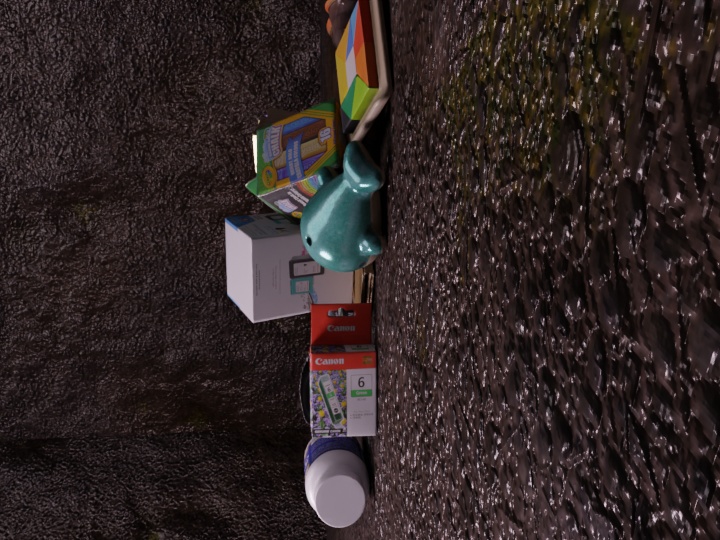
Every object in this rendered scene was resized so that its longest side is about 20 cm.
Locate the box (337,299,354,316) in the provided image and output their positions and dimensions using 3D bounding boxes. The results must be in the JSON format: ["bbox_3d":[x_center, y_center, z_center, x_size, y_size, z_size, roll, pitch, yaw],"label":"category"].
[{"bbox_3d":[-0.022,0.181,1.314,0.203,0.046,0.198,98,167,-53],"label":"box"}]

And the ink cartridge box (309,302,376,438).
[{"bbox_3d":[-0.028,0.158,1.048,0.050,0.105,0.207,-125,35,-80],"label":"ink cartridge box"}]

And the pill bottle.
[{"bbox_3d":[-0.043,0.373,1.189,0.200,0.115,0.124,-144,53,-83],"label":"pill bottle"}]

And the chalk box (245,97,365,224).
[{"bbox_3d":[-0.093,-0.165,1.072,0.124,0.195,0.128,35,-134,-56],"label":"chalk box"}]

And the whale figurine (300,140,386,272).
[{"bbox_3d":[-0.026,-0.082,0.922,0.161,0.102,0.202,55,150,21],"label":"whale figurine"}]

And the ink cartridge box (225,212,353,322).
[{"bbox_3d":[-0.127,-0.016,1.178,0.146,0.195,0.151,30,123,55],"label":"ink cartridge box"}]

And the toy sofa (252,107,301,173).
[{"bbox_3d":[-0.093,-0.224,1.194,0.099,0.193,0.085,-76,-9,-48],"label":"toy sofa"}]

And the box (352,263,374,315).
[{"bbox_3d":[0.000,0.000,1.163,0.203,0.021,0.167,-98,9,-48],"label":"box"}]

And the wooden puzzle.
[{"bbox_3d":[-0.003,-0.285,0.926,0.185,0.036,0.207,137,134,-68],"label":"wooden puzzle"}]

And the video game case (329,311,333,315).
[{"bbox_3d":[-0.069,0.128,1.760,0.203,0.044,0.185,97,169,-51],"label":"video game case"}]

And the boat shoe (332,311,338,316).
[{"bbox_3d":[-0.063,0.064,1.584,0.074,0.066,0.207,136,133,-82],"label":"boat shoe"}]

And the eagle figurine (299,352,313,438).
[{"bbox_3d":[-0.091,0.301,1.540,0.151,0.202,0.151,-36,4,44],"label":"eagle figurine"}]

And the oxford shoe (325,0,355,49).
[{"bbox_3d":[-0.019,-0.436,1.162,0.200,0.069,0.075,174,75,-88],"label":"oxford shoe"}]

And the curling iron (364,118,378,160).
[{"bbox_3d":[0.013,-0.208,0.974,0.050,0.025,0.207,-113,23,-69],"label":"curling iron"}]
